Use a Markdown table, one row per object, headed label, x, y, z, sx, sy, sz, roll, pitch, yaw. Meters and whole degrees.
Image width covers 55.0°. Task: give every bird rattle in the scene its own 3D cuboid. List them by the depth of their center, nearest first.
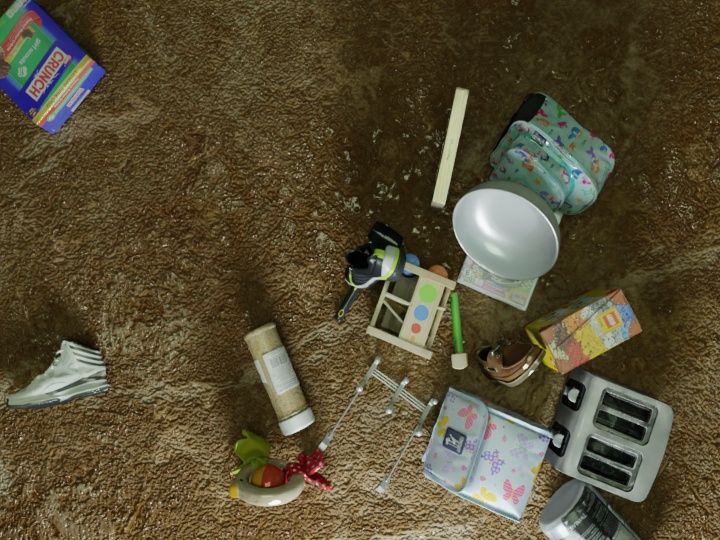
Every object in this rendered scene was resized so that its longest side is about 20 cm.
| label | x | y | z | sx | sy | sz | roll | pitch | yaw |
| --- | --- | --- | --- | --- | --- | --- | --- | --- | --- |
| bird rattle | -0.153 | 0.383 | 1.262 | 0.194 | 0.163 | 0.116 | 15 | 108 | 14 |

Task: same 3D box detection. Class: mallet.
| label | x | y | z | sx | sy | sz | roll | pitch | yaw |
| --- | --- | --- | --- | --- | --- | --- | --- | --- | --- |
| mallet | 0.000 | 0.000 | 1.315 | 0.065 | 0.041 | 0.202 | 38 | 96 | 6 |

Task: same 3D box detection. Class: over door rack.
| label | x | y | z | sx | sy | sz | roll | pitch | yaw |
| --- | --- | --- | --- | --- | --- | --- | --- | --- | --- |
| over door rack | 0.035 | 0.281 | 1.268 | 0.146 | 0.067 | 0.202 | 34 | 77 | 5 |

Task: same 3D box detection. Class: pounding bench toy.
| label | x | y | z | sx | sy | sz | roll | pitch | yaw |
| --- | --- | --- | --- | --- | --- | --- | --- | --- | --- |
| pounding bench toy | 0.128 | 0.071 | 1.256 | 0.195 | 0.124 | 0.160 | 22 | 90 | 5 |

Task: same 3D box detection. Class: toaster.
| label | x | y | z | sx | sy | sz | roll | pitch | yaw |
| --- | --- | --- | --- | --- | --- | --- | --- | --- | --- |
| toaster | 0.441 | 0.292 | 1.226 | 0.195 | 0.119 | 0.186 | 21 | 91 | 5 |

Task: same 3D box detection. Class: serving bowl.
| label | x | y | z | sx | sy | sz | roll | pitch | yaw |
| --- | --- | --- | --- | --- | --- | --- | --- | --- | --- |
| serving bowl | 0.263 | -0.080 | 1.217 | 0.198 | 0.201 | 0.066 | 35 | 56 | 6 |

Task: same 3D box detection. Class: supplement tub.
| label | x | y | z | sx | sy | sz | roll | pitch | yaw |
| --- | --- | --- | --- | --- | --- | --- | --- | --- | --- |
| supplement tub | 0.423 | 0.482 | 1.221 | 0.122 | 0.122 | 0.200 | -44 | 86 | 2 |

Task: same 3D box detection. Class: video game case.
| label | x | y | z | sx | sy | sz | roll | pitch | yaw |
| --- | --- | --- | --- | --- | --- | --- | --- | --- | --- |
| video game case | 0.281 | -0.047 | 1.299 | 0.140 | 0.018 | 0.205 | 22 | 90 | 6 |

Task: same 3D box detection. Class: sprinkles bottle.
| label | x | y | z | sx | sy | sz | roll | pitch | yaw |
| --- | --- | --- | --- | --- | --- | --- | --- | --- | --- |
| sprinkles bottle | -0.153 | 0.203 | 1.304 | 0.067 | 0.068 | 0.205 | -23 | 86 | 4 |

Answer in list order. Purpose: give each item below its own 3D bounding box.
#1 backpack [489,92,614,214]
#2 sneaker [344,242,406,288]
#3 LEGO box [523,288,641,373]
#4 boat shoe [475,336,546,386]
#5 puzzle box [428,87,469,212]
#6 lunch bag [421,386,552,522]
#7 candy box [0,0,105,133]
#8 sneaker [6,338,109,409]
| label | x | y | z | sx | sy | sz | roll | pitch | yaw |
| --- | --- | --- | --- | --- | --- | --- | --- | --- | --- |
| backpack | 0.334 | -0.186 | 1.213 | 0.197 | 0.178 | 0.153 | 32 | 71 | 1 |
| sneaker | 0.007 | -0.020 | 1.206 | 0.081 | 0.199 | 0.074 | 22 | 73 | -22 |
| LEGO box | 0.375 | 0.100 | 1.196 | 0.146 | 0.200 | 0.079 | -29 | 86 | 4 |
| boat shoe | 0.252 | 0.156 | 1.207 | 0.068 | 0.200 | 0.072 | 44 | 69 | 2 |
| puzzle box | 0.159 | -0.214 | 1.257 | 0.025 | 0.133 | 0.206 | 12 | 89 | 4 |
| lunch bag | 0.221 | 0.326 | 1.243 | 0.195 | 0.127 | 0.174 | 23 | 88 | 12 |
| candy box | -0.631 | -0.405 | 1.357 | 0.200 | 0.077 | 0.170 | 43 | 92 | 3 |
| sneaker | -0.593 | 0.199 | 1.349 | 0.194 | 0.076 | 0.119 | -13 | 79 | -4 |
